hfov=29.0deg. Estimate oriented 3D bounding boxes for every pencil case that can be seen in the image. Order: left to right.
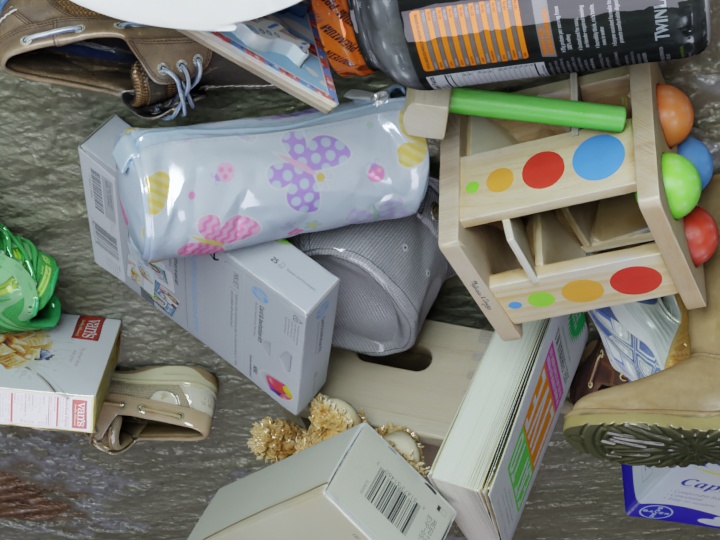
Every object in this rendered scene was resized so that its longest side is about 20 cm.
[{"bbox_3d":[-0.055,-0.062,0.877,0.198,0.084,0.091,-12,148,-17],"label":"pencil case"}]

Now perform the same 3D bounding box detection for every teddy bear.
[{"bbox_3d":[-0.018,0.161,1.085,0.144,0.067,0.200,34,148,-18],"label":"teddy bear"}]

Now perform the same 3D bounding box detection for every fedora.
[{"bbox_3d":[0.000,0.000,1.015,0.175,0.091,0.200,-9,145,21],"label":"fedora"}]

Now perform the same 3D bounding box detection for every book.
[{"bbox_3d":[0.122,0.103,1.065,0.048,0.201,0.134,13,153,24],"label":"book"}]

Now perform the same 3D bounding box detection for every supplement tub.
[{"bbox_3d":[0.079,-0.162,0.727,0.198,0.124,0.123,-5,147,14],"label":"supplement tub"}]

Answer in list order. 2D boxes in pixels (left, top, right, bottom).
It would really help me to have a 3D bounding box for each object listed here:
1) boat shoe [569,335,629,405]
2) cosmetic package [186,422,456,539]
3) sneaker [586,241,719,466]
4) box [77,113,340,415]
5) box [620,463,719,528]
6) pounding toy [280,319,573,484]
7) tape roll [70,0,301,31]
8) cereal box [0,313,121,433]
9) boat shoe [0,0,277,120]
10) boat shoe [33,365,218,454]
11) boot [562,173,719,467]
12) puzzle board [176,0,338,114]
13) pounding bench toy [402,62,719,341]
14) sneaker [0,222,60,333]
[{"bbox_3d":[0.223,0.072,1.125,0.070,0.071,0.201,9,146,-5],"label":"boat shoe"},{"bbox_3d":[-0.035,0.195,1.034,0.104,0.073,0.200,44,138,-12],"label":"cosmetic package"},{"bbox_3d":[0.226,0.061,1.012,0.075,0.201,0.088,-18,156,-20],"label":"sneaker"},{"bbox_3d":[-0.107,-0.001,0.976,0.199,0.041,0.156,37,153,15],"label":"box"},{"bbox_3d":[0.339,0.137,1.180,0.182,0.106,0.201,9,147,-8],"label":"box"},{"bbox_3d":[0.065,0.113,1.167,0.198,0.143,0.185,9,150,18],"label":"pounding toy"},{"bbox_3d":[-0.075,-0.225,0.584,0.200,0.140,0.204,-6,135,-6],"label":"tape roll"},{"bbox_3d":[-0.301,0.073,1.124,0.198,0.144,0.040,5,112,-4],"label":"cereal box"},{"bbox_3d":[-0.122,-0.128,0.846,0.198,0.073,0.072,5,146,-2],"label":"boat shoe"},{"bbox_3d":[-0.228,0.130,1.268,0.198,0.065,0.071,-7,146,17],"label":"boat shoe"},{"bbox_3d":[0.226,0.029,0.936,0.173,0.202,0.066,0,148,12],"label":"boot"},{"bbox_3d":[-0.099,-0.171,0.715,0.199,0.151,0.017,27,121,-31],"label":"puzzle board"},{"bbox_3d":[0.130,-0.068,0.864,0.155,0.125,0.200,-11,144,22],"label":"pounding bench toy"},{"bbox_3d":[-0.272,-0.010,1.053,0.083,0.075,0.200,4,157,4],"label":"sneaker"}]
